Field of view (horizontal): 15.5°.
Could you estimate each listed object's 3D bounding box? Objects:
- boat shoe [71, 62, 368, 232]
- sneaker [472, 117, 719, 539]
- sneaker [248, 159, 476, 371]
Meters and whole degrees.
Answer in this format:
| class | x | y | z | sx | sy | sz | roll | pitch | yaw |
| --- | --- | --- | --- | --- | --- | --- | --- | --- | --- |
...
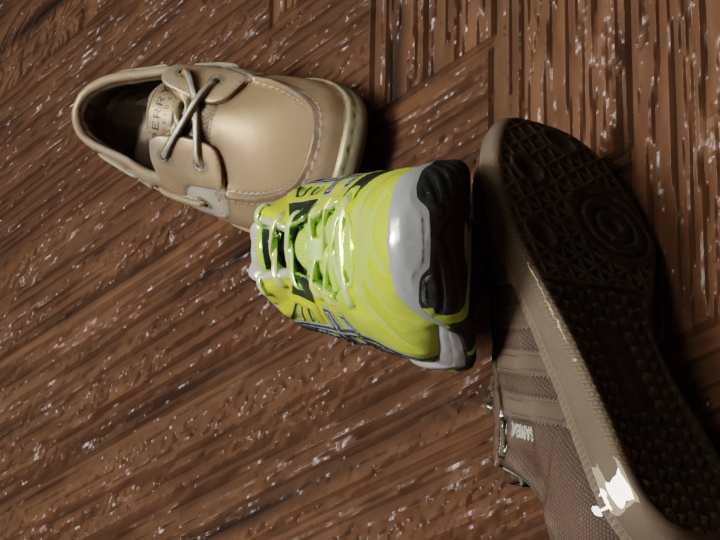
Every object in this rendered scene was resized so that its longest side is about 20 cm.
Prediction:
| class | x | y | z | sx | sy | sz | roll | pitch | yaw |
| --- | --- | --- | --- | --- | --- | --- | --- | --- | --- |
| boat shoe | -0.066 | -0.057 | 1.174 | 0.200 | 0.064 | 0.072 | 5 | 79 | 58 |
| sneaker | 0.065 | 0.035 | 0.917 | 0.076 | 0.070 | 0.201 | -51 | 37 | 34 |
| sneaker | 0.000 | 0.000 | 0.963 | 0.200 | 0.076 | 0.076 | 142 | 128 | -83 |
